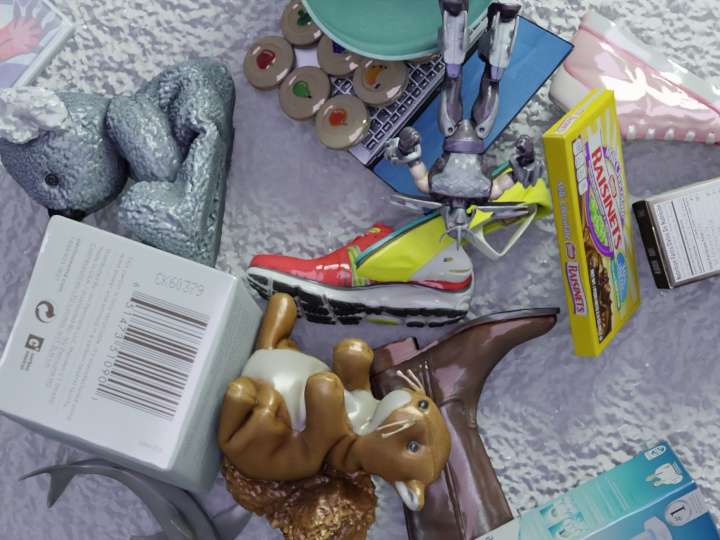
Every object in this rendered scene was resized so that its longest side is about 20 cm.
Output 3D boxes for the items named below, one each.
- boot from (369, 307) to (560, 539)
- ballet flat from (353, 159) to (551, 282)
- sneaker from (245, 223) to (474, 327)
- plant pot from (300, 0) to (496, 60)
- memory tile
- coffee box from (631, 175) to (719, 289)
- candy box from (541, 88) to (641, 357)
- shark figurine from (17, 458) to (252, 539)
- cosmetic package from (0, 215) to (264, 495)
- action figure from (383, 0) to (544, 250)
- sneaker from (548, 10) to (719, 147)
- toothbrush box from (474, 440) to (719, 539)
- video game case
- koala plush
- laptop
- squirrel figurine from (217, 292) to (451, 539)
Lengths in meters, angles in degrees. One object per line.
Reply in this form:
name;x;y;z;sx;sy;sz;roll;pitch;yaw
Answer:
boot;0.109;0.143;1.654;0.185;0.064;0.202;-17;85;15
ballet flat;0.086;-0.029;1.625;0.199;0.067;0.067;-32;82;-30
sneaker;0.000;0.000;1.669;0.198;0.077;0.086;6;70;-2
plant pot;0.015;-0.290;1.577;0.198;0.134;0.202;-9;116;-18
memory tile;0.001;-0.210;1.656;0.200;0.017;0.153;-49;59;0
coffee box;0.340;-0.049;1.625;0.198;0.114;0.080;-16;89;3
candy box;0.195;-0.040;1.601;0.026;0.102;0.202;4;118;29
shark figurine;-0.179;0.209;1.657;0.214;0.090;0.128;40;89;1
cosmetic package;-0.186;0.074;1.585;0.164;0.200;0.166;18;79;8
action figure;0.084;-0.117;1.543;0.129;0.069;0.202;4;95;-11
sneaker;0.252;-0.128;1.651;0.199;0.075;0.105;33;92;6
toothbrush box;0.209;0.261;1.615;0.199;0.085;0.147;-29;111;1
video game case;-0.383;-0.199;1.704;0.182;0.023;0.200;40;91;3
koala plush;-0.214;-0.100;1.631;0.198;0.177;0.186;8;78;3
laptop;0.046;-0.179;1.639;0.200;0.116;0.188;42;90;3
squirrel figurine;-0.020;0.150;1.615;0.185;0.142;0.201;17;122;5
